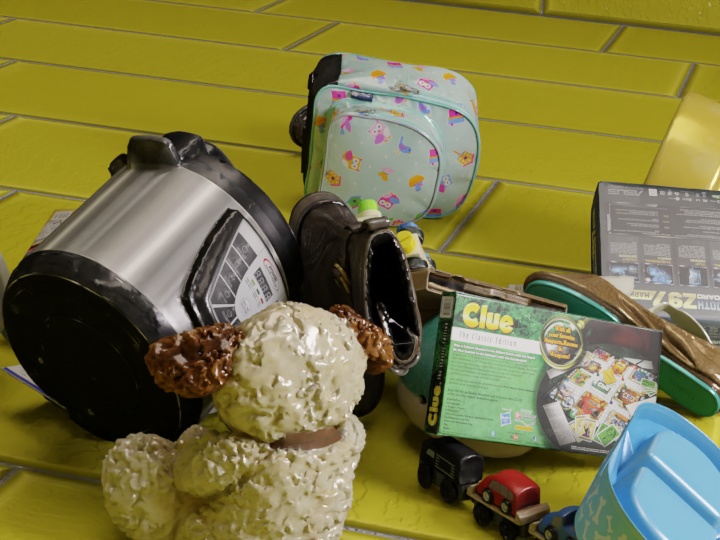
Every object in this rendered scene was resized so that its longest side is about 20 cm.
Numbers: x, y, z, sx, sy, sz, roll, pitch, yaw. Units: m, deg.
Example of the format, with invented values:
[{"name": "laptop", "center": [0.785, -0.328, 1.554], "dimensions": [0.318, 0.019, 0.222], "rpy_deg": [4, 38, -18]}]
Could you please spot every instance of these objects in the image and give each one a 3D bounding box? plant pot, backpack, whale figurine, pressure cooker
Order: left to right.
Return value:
[{"name": "pressure cooker", "center": [-0.140, 0.007, 1.230], "dimensions": [0.178, 0.176, 0.200], "rpy_deg": [39, 50, 4]}, {"name": "backpack", "center": [0.039, -0.142, 1.896], "dimensions": [0.198, 0.177, 0.154], "rpy_deg": [2, 35, -9]}, {"name": "whale figurine", "center": [0.123, 0.076, 1.341], "dimensions": [0.199, 0.105, 0.159], "rpy_deg": [-7, 26, -39]}, {"name": "plant pot", "center": [0.372, -0.052, 1.683], "dimensions": [0.188, 0.202, 0.201], "rpy_deg": [23, 21, 9]}]

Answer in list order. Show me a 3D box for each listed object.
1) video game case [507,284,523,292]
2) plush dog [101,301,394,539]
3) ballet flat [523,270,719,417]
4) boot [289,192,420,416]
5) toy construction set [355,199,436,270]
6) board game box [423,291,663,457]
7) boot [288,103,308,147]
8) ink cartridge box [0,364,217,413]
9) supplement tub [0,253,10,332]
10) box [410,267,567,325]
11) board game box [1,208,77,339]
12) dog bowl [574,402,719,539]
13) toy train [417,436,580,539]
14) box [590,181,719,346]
[{"name": "video game case", "center": [0.228, 0.059, 1.555], "dimensions": [0.180, 0.023, 0.200], "rpy_deg": [5, 18, 1]}, {"name": "plush dog", "center": [-0.055, 0.104, 1.107], "dimensions": [0.199, 0.173, 0.160], "rpy_deg": [-7, 21, -33]}, {"name": "ballet flat", "center": [0.235, 0.047, 1.429], "dimensions": [0.199, 0.068, 0.072], "rpy_deg": [30, 52, 13]}, {"name": "boot", "center": [0.000, 0.041, 1.249], "dimensions": [0.069, 0.201, 0.174], "rpy_deg": [-17, 21, -15]}, {"name": "toy construction set", "center": [0.000, 0.000, 1.535], "dimensions": [0.130, 0.093, 0.200], "rpy_deg": [-11, -14, 8]}, {"name": "board game box", "center": [0.140, 0.082, 1.259], "dimensions": [0.199, 0.106, 0.023], "rpy_deg": [11, -4, -31]}, {"name": "boot", "center": [0.023, -0.164, 2.123], "dimensions": [0.198, 0.070, 0.174], "rpy_deg": [0, 18, -19]}, {"name": "ink cartridge box", "center": [-0.177, 0.090, 1.345], "dimensions": [0.199, 0.040, 0.099], "rpy_deg": [-9, 22, -39]}, {"name": "supplement tub", "center": [-0.365, 0.039, 1.293], "dimensions": [0.139, 0.141, 0.200], "rpy_deg": [8, 18, 13]}, {"name": "box", "center": [0.049, 0.031, 1.423], "dimensions": [0.163, 0.021, 0.199], "rpy_deg": [14, -15, -38]}, {"name": "board game box", "center": [-0.209, -0.001, 1.457], "dimensions": [0.199, 0.035, 0.136], "rpy_deg": [-2, 42, 29]}, {"name": "dog bowl", "center": [0.201, 0.161, 1.124], "dimensions": [0.111, 0.050, 0.200], "rpy_deg": [42, 25, 4]}, {"name": "toy train", "center": [0.106, 0.161, 1.173], "dimensions": [0.034, 0.046, 0.200], "rpy_deg": [-9, 22, -34]}, {"name": "box", "center": [0.310, -0.001, 1.528], "dimensions": [0.198, 0.051, 0.159], "rpy_deg": [4, 50, 1]}]
